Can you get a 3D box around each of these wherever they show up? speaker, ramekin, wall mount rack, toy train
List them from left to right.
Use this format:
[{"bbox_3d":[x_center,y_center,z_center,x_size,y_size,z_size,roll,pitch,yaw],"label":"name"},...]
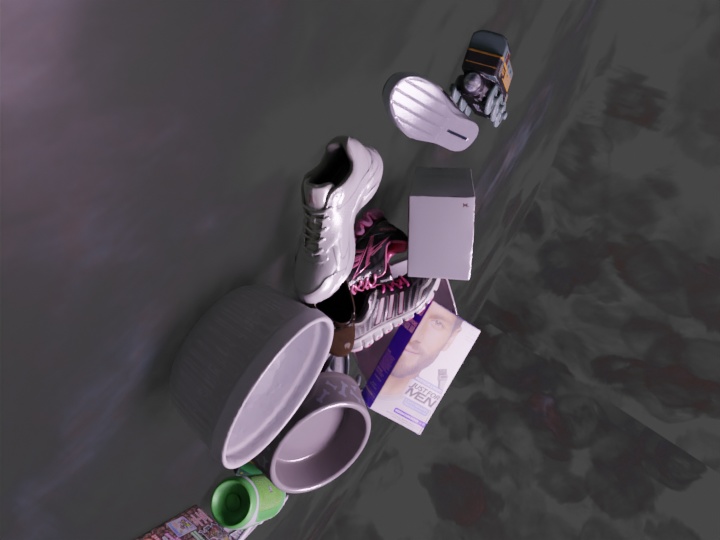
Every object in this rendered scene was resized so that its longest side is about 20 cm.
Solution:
[{"bbox_3d":[-0.128,0.112,0.696,0.201,0.104,0.201,-51,163,-22],"label":"ramekin"},{"bbox_3d":[-0.193,0.402,1.053,0.089,0.088,0.200,-55,163,-8],"label":"speaker"},{"bbox_3d":[-0.015,0.140,1.146,0.200,0.073,0.178,53,37,-74],"label":"wall mount rack"},{"bbox_3d":[0.208,-0.310,0.979,0.199,0.084,0.116,-6,117,-70],"label":"toy train"}]

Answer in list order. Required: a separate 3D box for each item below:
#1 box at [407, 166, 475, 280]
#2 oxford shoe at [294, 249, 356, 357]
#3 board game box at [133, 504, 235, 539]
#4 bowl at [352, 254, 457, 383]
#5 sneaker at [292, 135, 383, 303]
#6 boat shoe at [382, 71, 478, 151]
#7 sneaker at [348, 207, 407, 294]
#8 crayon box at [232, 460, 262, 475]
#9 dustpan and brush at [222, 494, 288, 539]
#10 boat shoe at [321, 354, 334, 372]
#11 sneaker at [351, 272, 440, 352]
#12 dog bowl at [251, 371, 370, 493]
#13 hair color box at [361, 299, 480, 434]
[{"bbox_3d":[0.128,-0.082,0.945,0.201,0.095,0.127,-68,159,-68],"label":"box"},{"bbox_3d":[-0.040,0.060,0.808,0.072,0.085,0.202,-25,135,-11],"label":"oxford shoe"},{"bbox_3d":[-0.290,0.457,0.847,0.161,0.096,0.200,-60,163,5],"label":"board game box"},{"bbox_3d":[0.062,0.079,1.032,0.197,0.204,0.075,-23,-163,-13],"label":"bowl"},{"bbox_3d":[-0.045,-0.064,0.690,0.099,0.077,0.204,23,83,-63],"label":"sneaker"},{"bbox_3d":[0.084,-0.216,0.802,0.072,0.071,0.198,-49,147,18],"label":"boat shoe"},{"bbox_3d":[0.000,0.000,0.891,0.201,0.095,0.079,-51,164,-19],"label":"sneaker"},{"bbox_3d":[-0.103,0.261,0.968,0.197,0.051,0.129,9,114,-41],"label":"crayon box"},{"bbox_3d":[-0.219,0.495,1.160,0.200,0.057,0.141,-41,165,-45],"label":"dustpan and brush"},{"bbox_3d":[-0.084,0.181,1.007,0.072,0.068,0.203,-24,142,-62],"label":"boat shoe"},{"bbox_3d":[0.036,0.040,0.936,0.198,0.074,0.088,-36,117,-2],"label":"sneaker"},{"bbox_3d":[-0.070,0.253,0.909,0.197,0.059,0.203,-20,131,-25],"label":"dog bowl"},{"bbox_3d":[0.098,0.154,0.989,0.203,0.108,0.065,-60,-161,1],"label":"hair color box"}]
